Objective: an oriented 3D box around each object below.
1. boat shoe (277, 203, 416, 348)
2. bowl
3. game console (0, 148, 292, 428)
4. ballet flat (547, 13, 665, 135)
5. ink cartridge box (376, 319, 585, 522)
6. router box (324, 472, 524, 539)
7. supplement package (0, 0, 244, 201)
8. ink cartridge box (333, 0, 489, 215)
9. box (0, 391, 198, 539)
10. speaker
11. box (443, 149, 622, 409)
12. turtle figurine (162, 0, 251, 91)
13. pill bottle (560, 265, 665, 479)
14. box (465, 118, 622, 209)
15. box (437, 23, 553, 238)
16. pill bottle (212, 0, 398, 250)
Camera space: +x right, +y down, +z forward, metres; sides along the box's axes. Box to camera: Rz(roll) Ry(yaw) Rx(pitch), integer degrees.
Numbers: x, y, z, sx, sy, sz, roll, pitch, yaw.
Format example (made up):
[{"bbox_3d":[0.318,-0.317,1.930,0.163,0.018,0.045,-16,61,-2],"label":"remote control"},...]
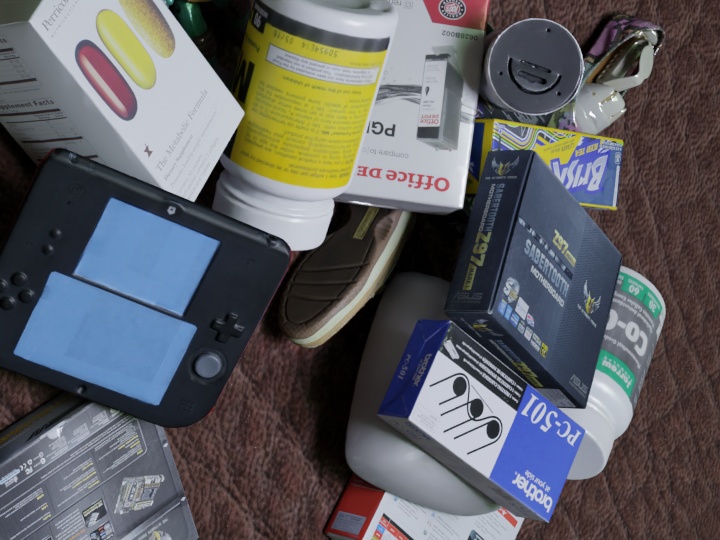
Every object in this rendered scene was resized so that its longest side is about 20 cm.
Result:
[{"bbox_3d":[0.000,0.000,1.650,0.200,0.071,0.076,-53,145,-27],"label":"boat shoe"},{"bbox_3d":[0.093,0.114,1.683,0.199,0.075,0.201,26,73,-40],"label":"bowl"},{"bbox_3d":[-0.173,0.019,1.382,0.199,0.031,0.177,22,115,-19],"label":"game console"},{"bbox_3d":[0.247,-0.186,1.883,0.200,0.071,0.069,-53,130,-28],"label":"ballet flat"},{"bbox_3d":[0.108,0.132,1.617,0.200,0.044,0.094,38,68,-36],"label":"ink cartridge box"},{"bbox_3d":[0.074,0.219,1.763,0.200,0.049,0.180,47,62,-39],"label":"router box"},{"bbox_3d":[-0.197,-0.143,1.378,0.200,0.109,0.114,53,50,-37],"label":"supplement package"},{"bbox_3d":[0.027,-0.156,1.594,0.146,0.083,0.201,7,89,-6],"label":"ink cartridge box"},{"bbox_3d":[-0.227,0.187,1.438,0.200,0.048,0.159,-35,119,-39],"label":"box"},{"bbox_3d":[0.142,-0.175,1.619,0.200,0.081,0.082,-90,-179,-84],"label":"speaker"},{"bbox_3d":[0.156,0.010,1.638,0.200,0.051,0.158,44,55,-47],"label":"box"},{"bbox_3d":[-0.125,-0.234,1.463,0.150,0.101,0.200,-43,140,-18],"label":"turtle figurine"},{"bbox_3d":[0.222,0.099,1.832,0.113,0.113,0.200,57,43,-34],"label":"pill bottle"},{"bbox_3d":[0.159,-0.098,1.730,0.200,0.064,0.070,4,93,-48],"label":"box"},{"bbox_3d":[0.090,-0.146,1.740,0.200,0.043,0.161,44,64,-40],"label":"box"},{"bbox_3d":[-0.049,-0.125,1.473,0.114,0.114,0.201,-7,121,-46],"label":"pill bottle"}]
